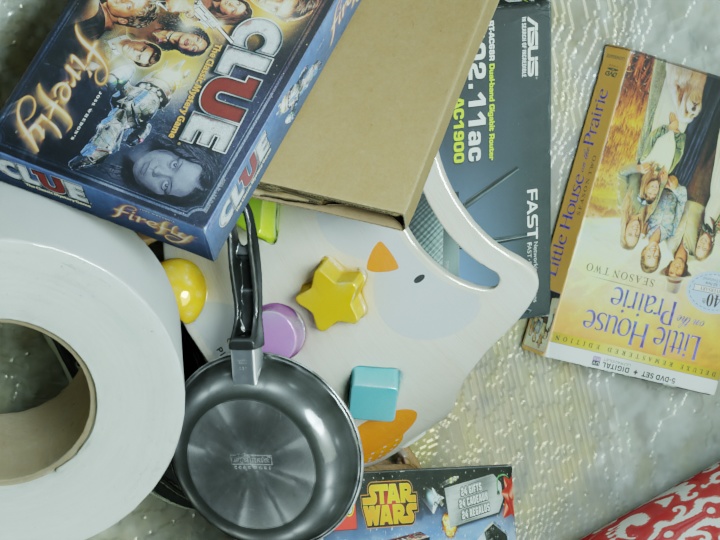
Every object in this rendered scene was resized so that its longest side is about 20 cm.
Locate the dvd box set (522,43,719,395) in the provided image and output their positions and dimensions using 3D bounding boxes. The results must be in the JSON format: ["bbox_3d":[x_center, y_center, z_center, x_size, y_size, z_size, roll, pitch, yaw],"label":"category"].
[{"bbox_3d":[0.191,-0.030,1.737,0.146,0.029,0.201,14,94,-32],"label":"dvd box set"}]

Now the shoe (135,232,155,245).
[{"bbox_3d":[-0.127,-0.111,1.517,0.070,0.053,0.201,11,82,-23],"label":"shoe"}]

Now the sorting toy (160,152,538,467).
[{"bbox_3d":[0.000,0.000,1.497,0.200,0.180,0.107,55,30,-2],"label":"sorting toy"}]

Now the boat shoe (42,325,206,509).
[{"bbox_3d":[-0.120,0.065,1.554,0.074,0.066,0.200,-35,117,-19],"label":"boat shoe"}]

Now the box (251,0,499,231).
[{"bbox_3d":[-0.018,-0.123,1.467,0.021,0.163,0.200,74,33,-58],"label":"box"}]

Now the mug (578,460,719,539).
[{"bbox_3d":[0.249,0.205,1.771,0.200,0.133,0.178,-23,111,-21],"label":"mug"}]

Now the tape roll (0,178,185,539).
[{"bbox_3d":[-0.193,0.054,1.456,0.202,0.071,0.203,-3,120,-5],"label":"tape roll"}]

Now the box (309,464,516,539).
[{"bbox_3d":[0.024,0.184,1.591,0.200,0.040,0.137,4,82,-54],"label":"box"}]

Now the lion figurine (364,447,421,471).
[{"bbox_3d":[0.004,0.172,1.652,0.122,0.072,0.200,27,85,-36],"label":"lion figurine"}]

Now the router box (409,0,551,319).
[{"bbox_3d":[0.036,-0.062,1.619,0.149,0.062,0.201,-9,106,-30],"label":"router box"}]

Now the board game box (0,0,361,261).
[{"bbox_3d":[-0.092,-0.114,1.438,0.200,0.135,0.035,-62,161,-24],"label":"board game box"}]

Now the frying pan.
[{"bbox_3d":[-0.045,0.067,1.469,0.031,0.115,0.190,-43,152,-63],"label":"frying pan"}]
